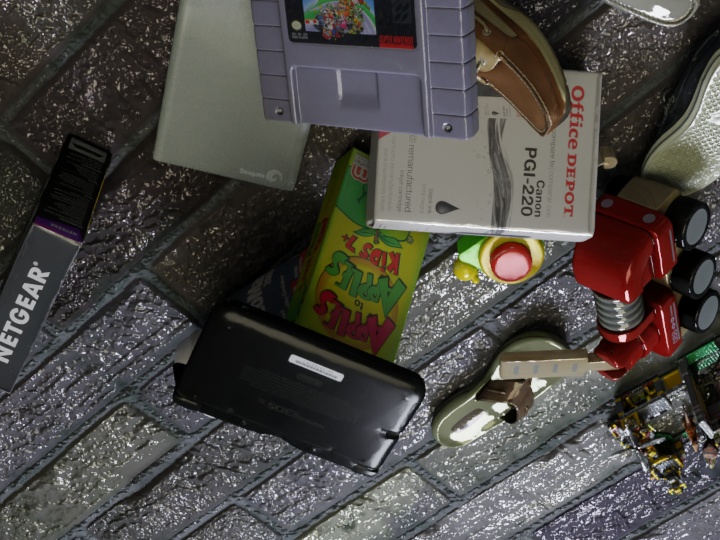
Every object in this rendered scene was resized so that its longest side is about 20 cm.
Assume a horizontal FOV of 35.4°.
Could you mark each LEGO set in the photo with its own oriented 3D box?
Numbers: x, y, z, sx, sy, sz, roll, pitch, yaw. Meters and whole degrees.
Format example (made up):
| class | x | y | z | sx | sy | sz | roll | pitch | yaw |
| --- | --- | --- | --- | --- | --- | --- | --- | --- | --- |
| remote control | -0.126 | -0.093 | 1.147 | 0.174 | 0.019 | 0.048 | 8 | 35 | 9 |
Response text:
| class | x | y | z | sx | sy | sz | roll | pitch | yaw |
| --- | --- | --- | --- | --- | --- | --- | --- | --- | --- |
| LEGO set | 0.374 | 0.179 | 1.231 | 0.198 | 0.117 | 0.155 | -25 | 123 | 18 |

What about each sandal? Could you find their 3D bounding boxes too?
| class | x | y | z | sx | sy | sz | roll | pitch | yaw |
| --- | --- | --- | --- | --- | --- | --- | --- | --- | --- |
| sandal | 0.159 | 0.143 | 1.241 | 0.079 | 0.058 | 0.201 | 31 | 120 | -22 |

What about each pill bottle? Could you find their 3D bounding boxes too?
| class | x | y | z | sx | sy | sz | roll | pitch | yaw |
| --- | --- | --- | --- | --- | --- | --- | --- | --- | --- |
| pill bottle | -0.087 | 0.067 | 1.145 | 0.198 | 0.121 | 0.120 | -30 | 121 | 20 |

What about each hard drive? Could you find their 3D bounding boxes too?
| class | x | y | z | sx | sy | sz | roll | pitch | yaw |
| --- | --- | --- | --- | --- | --- | --- | --- | --- | --- |
| hard drive | -0.105 | -0.176 | 1.021 | 0.137 | 0.033 | 0.202 | 12 | 126 | -9 |

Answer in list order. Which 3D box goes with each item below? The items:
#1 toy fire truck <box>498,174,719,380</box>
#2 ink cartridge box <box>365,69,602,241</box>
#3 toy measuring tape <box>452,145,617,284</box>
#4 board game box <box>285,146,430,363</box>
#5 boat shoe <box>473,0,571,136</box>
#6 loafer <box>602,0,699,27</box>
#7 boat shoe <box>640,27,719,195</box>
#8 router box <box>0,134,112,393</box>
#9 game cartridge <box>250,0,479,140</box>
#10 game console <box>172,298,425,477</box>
| class | x | y | z | sx | sy | sz | roll | pitch | yaw |
| --- | --- | --- | --- | --- | --- | --- | --- | --- | --- |
| toy fire truck | 0.230 | 0.030 | 1.075 | 0.200 | 0.128 | 0.178 | -44 | 135 | -22 |
| ink cartridge box | 0.108 | -0.105 | 1.003 | 0.196 | 0.085 | 0.149 | 3 | 90 | -5 |
| toy measuring tape | 0.176 | -0.042 | 1.099 | 0.199 | 0.074 | 0.074 | -34 | 120 | 23 |
| board game box | 0.000 | 0.000 | 1.052 | 0.100 | 0.203 | 0.047 | 25 | 157 | -19 |
| boat shoe | 0.093 | -0.191 | 0.928 | 0.073 | 0.201 | 0.076 | -32 | 167 | -12 |
| loafer | 0.203 | -0.258 | 0.938 | 0.198 | 0.070 | 0.070 | 25 | 123 | -18 |
| boat shoe | 0.313 | -0.142 | 1.031 | 0.073 | 0.063 | 0.201 | 11 | 141 | -4 |
| router box | -0.305 | -0.006 | 1.072 | 0.050 | 0.150 | 0.201 | 23 | 124 | -16 |
| game cartridge | 0.000 | -0.178 | 0.914 | 0.197 | 0.038 | 0.132 | 10 | 123 | 29 |
| game console | -0.061 | 0.095 | 1.019 | 0.197 | 0.117 | 0.177 | 22 | 123 | -12 |
